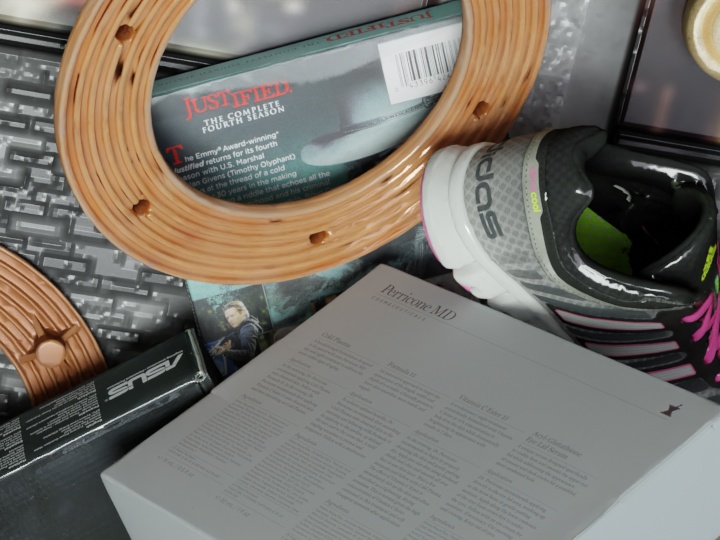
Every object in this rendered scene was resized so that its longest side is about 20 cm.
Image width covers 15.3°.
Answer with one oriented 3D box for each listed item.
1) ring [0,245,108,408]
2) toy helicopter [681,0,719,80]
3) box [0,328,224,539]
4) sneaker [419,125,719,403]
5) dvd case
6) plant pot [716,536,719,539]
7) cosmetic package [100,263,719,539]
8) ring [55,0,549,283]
[{"bbox_3d":[-0.198,0.074,1.104,0.200,0.019,0.201,-3,110,-8],"label":"ring"},{"bbox_3d":[0.188,-0.032,1.113,0.132,0.079,0.200,-31,102,12],"label":"toy helicopter"},{"bbox_3d":[-0.112,0.148,1.115,0.200,0.048,0.193,-26,122,2],"label":"box"},{"bbox_3d":[0.118,0.007,1.048,0.200,0.074,0.087,37,145,-26],"label":"sneaker"},{"bbox_3d":[0.000,0.000,1.109,0.146,0.022,0.200,-16,114,-4],"label":"dvd case"},{"bbox_3d":[0.060,0.123,1.085,0.201,0.093,0.201,-26,157,-12],"label":"plant pot"},{"bbox_3d":[0.022,0.080,0.989,0.151,0.200,0.052,-38,126,-23],"label":"cosmetic package"},{"bbox_3d":[-0.021,-0.079,1.014,0.200,0.019,0.201,-16,135,-17],"label":"ring"}]
